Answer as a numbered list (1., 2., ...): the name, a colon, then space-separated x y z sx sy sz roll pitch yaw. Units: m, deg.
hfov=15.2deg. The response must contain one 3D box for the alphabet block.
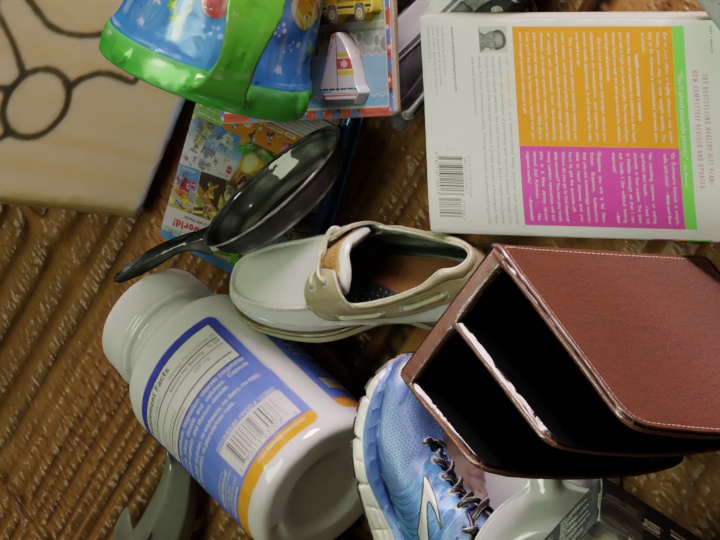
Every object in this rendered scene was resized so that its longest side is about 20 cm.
1. alphabet block: -0.246 -0.167 1.859 0.196 0.199 0.196 38 112 42

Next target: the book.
1. book: 0.131 -0.085 1.595 0.199 0.048 0.135 3 102 28

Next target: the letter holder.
1. letter holder: 0.148 0.072 1.505 0.142 0.199 0.101 52 120 30

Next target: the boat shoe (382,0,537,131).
1. boat shoe: 0.078 -0.164 1.671 0.200 0.072 0.068 -41 96 18

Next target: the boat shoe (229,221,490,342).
1. boat shoe: 0.000 0.000 1.697 0.199 0.068 0.075 -3 62 26

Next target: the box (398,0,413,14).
1. box: -0.040 -0.212 1.781 0.121 0.032 0.200 -47 56 18

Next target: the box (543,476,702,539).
1. box: 0.143 0.235 1.542 0.200 0.161 0.049 -52 13 28

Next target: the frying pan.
1. frying pan: -0.082 -0.027 1.748 0.190 0.115 0.031 -39 106 9

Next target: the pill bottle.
1. pill bottle: -0.082 0.087 1.770 0.200 0.112 0.113 41 115 36

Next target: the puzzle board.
1. puzzle board: -0.040 -0.171 1.706 0.200 0.017 0.152 2 94 56

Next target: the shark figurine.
1. shark figurine: -0.153 0.172 1.842 0.128 0.089 0.216 16 89 29

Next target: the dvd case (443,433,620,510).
1. dvd case: 0.091 0.180 1.674 0.142 0.017 0.201 13 98 41

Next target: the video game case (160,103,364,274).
1. video game case: -0.060 -0.093 1.821 0.143 0.018 0.201 27 106 39

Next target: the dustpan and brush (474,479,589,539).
1. dustpan and brush: 0.114 0.155 1.592 0.139 0.057 0.201 -8 104 8

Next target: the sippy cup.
1. sippy cup: -0.077 -0.175 1.644 0.177 0.139 0.131 32 109 39

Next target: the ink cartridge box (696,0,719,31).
1. ink cartridge box: 0.262 -0.193 1.450 0.199 0.041 0.200 -31 107 37

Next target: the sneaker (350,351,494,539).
1. sneaker: 0.052 0.148 1.660 0.089 0.078 0.201 -12 83 27
